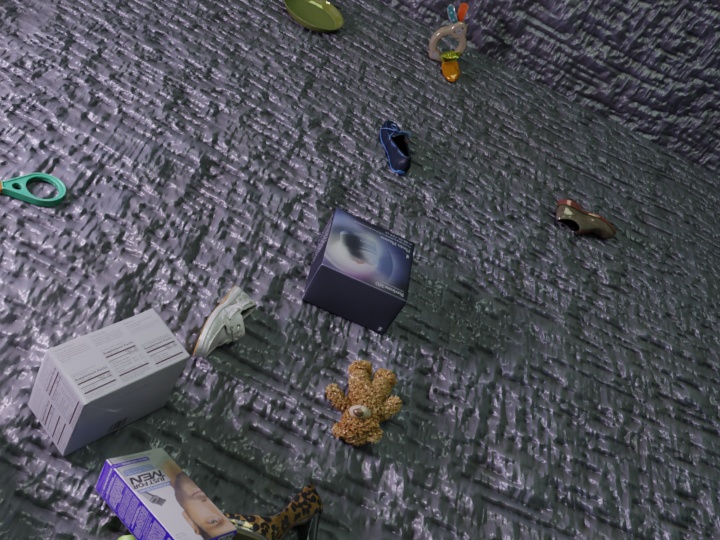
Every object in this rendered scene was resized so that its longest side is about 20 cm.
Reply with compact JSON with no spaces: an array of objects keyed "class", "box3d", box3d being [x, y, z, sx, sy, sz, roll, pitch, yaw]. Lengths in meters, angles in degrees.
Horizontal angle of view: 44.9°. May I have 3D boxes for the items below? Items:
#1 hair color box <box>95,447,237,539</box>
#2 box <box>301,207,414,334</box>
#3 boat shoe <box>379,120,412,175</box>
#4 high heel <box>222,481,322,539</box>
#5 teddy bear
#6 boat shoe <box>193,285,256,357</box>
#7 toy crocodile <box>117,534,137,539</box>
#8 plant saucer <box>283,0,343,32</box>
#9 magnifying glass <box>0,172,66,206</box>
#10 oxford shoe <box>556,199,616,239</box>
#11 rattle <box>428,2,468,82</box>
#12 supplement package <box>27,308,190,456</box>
[{"class":"hair color box","box3d":[-0.290,0.355,1.296,0.200,0.065,0.109,38,22,30]},{"class":"box","box3d":[0.000,0.000,1.872,0.200,0.123,0.199,23,41,-11]},{"class":"boat shoe","box3d":[0.109,-0.341,2.340,0.084,0.069,0.200,6,46,-29]},{"class":"high heel","box3d":[-0.148,0.384,1.403,0.200,0.071,0.143,31,42,-28]},{"class":"teddy bear","box3d":[0.010,0.243,1.666,0.145,0.067,0.200,37,38,9]},{"class":"boat shoe","box3d":[-0.248,0.102,1.638,0.069,0.071,0.200,29,38,-1]},{"class":"toy crocodile","box3d":[-0.297,0.427,1.274,0.199,0.062,0.068,15,42,-21]},{"class":"plant saucer","box3d":[-0.148,-0.788,2.667,0.199,0.031,0.200,19,40,-16]},{"class":"magnifying glass","box3d":[-0.668,-0.159,1.671,0.199,0.022,0.080,-1,50,-33]},{"class":"oxford shoe","box3d":[0.640,-0.128,2.492,0.200,0.070,0.075,25,66,-11]},{"class":"rattle","box3d":[0.297,-0.729,2.766,0.130,0.200,0.143,24,40,-10]},{"class":"supplement package","box3d":[-0.402,0.175,1.391,0.200,0.156,0.111,-23,66,-46]}]
